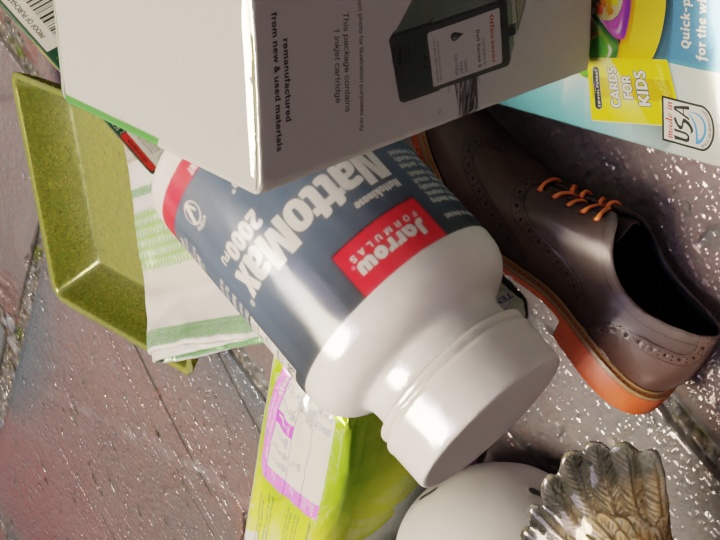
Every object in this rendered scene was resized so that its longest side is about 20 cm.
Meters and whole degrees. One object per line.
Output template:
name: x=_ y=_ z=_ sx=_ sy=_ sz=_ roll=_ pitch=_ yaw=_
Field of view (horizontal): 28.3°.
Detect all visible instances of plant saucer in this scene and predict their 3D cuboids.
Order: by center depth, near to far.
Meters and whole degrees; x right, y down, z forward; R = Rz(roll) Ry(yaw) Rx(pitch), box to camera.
plant saucer: x=-0.183 y=-0.046 z=1.101 sx=0.198 sy=0.048 sz=0.203 roll=24 pitch=128 yaw=43

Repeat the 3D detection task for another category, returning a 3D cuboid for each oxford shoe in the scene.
oxford shoe: x=0.106 y=-0.025 z=0.729 sx=0.200 sy=0.071 sz=0.073 roll=48 pitch=137 yaw=6

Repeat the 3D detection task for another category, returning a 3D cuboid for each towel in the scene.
towel: x=-0.100 y=-0.051 z=0.843 sx=0.148 sy=0.030 sz=0.203 roll=-13 pitch=85 yaw=48

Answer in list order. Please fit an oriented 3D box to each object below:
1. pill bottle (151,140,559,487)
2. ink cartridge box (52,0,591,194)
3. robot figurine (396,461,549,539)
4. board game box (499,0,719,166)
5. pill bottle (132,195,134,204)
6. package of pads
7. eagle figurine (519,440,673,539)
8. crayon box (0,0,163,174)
pill bottle: x=0.000 y=0.000 z=0.702 sx=0.200 sy=0.119 sz=0.120 roll=48 pitch=142 yaw=18
ink cartridge box: x=-0.013 y=-0.118 z=0.623 sx=0.145 sy=0.199 sz=0.085 roll=25 pitch=127 yaw=41
robot figurine: x=0.088 y=0.212 z=0.849 sx=0.125 sy=0.149 sz=0.203 roll=31 pitch=136 yaw=61
board game box: x=0.101 y=-0.147 z=0.669 sx=0.199 sy=0.047 sz=0.153 roll=23 pitch=128 yaw=43
pill bottle: x=-0.059 y=-0.023 z=0.905 sx=0.199 sy=0.104 sz=0.106 roll=31 pitch=134 yaw=39
package of pads: x=0.009 y=0.103 z=0.852 sx=0.068 sy=0.154 sz=0.202 roll=40 pitch=139 yaw=29
eagle figurine: x=0.174 y=0.184 z=0.698 sx=0.151 sy=0.200 sz=0.152 roll=-28 pitch=45 yaw=24
crayon box: x=-0.149 y=-0.170 z=0.735 sx=0.174 sy=0.058 sz=0.200 roll=65 pitch=-177 yaw=25
